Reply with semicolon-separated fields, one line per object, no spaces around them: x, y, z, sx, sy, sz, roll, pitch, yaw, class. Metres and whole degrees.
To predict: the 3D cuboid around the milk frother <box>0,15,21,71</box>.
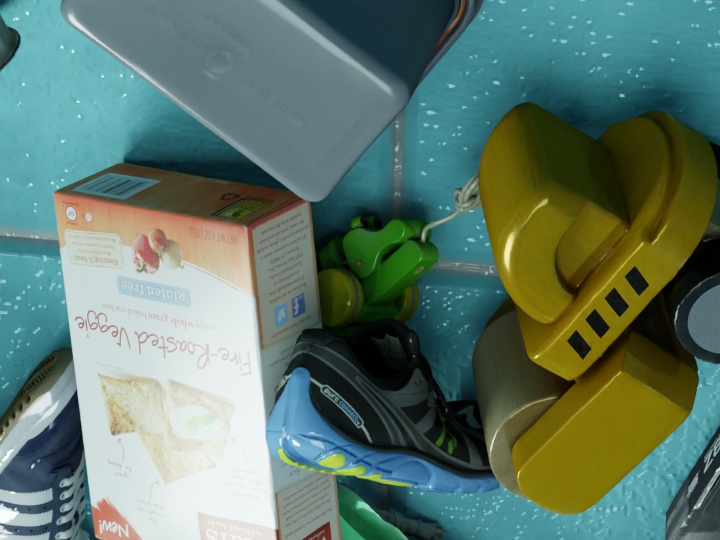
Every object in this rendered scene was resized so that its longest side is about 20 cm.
-0.305;-0.155;1.407;0.200;0.180;0.189;11;133;55;milk frother

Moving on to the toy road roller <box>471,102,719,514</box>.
0.104;0.006;1.406;0.146;0.123;0.200;29;118;-24;toy road roller

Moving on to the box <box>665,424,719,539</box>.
0.285;0.122;1.501;0.199;0.049;0.162;24;117;-5;box

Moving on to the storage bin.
-0.043;-0.137;1.360;0.200;0.135;0.146;36;118;-12;storage bin

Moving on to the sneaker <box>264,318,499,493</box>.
0.024;0.069;1.449;0.070;0.199;0.083;8;86;32;sneaker

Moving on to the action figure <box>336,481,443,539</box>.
0.011;0.171;1.568;0.118;0.055;0.200;-36;112;27;action figure

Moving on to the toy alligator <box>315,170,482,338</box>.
0.000;0.000;1.478;0.200;0.059;0.054;-50;61;27;toy alligator

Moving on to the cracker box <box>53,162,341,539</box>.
-0.084;0.054;1.469;0.133;0.058;0.201;10;115;36;cracker box

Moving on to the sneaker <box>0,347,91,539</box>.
-0.169;0.134;1.565;0.108;0.070;0.200;34;126;-5;sneaker
